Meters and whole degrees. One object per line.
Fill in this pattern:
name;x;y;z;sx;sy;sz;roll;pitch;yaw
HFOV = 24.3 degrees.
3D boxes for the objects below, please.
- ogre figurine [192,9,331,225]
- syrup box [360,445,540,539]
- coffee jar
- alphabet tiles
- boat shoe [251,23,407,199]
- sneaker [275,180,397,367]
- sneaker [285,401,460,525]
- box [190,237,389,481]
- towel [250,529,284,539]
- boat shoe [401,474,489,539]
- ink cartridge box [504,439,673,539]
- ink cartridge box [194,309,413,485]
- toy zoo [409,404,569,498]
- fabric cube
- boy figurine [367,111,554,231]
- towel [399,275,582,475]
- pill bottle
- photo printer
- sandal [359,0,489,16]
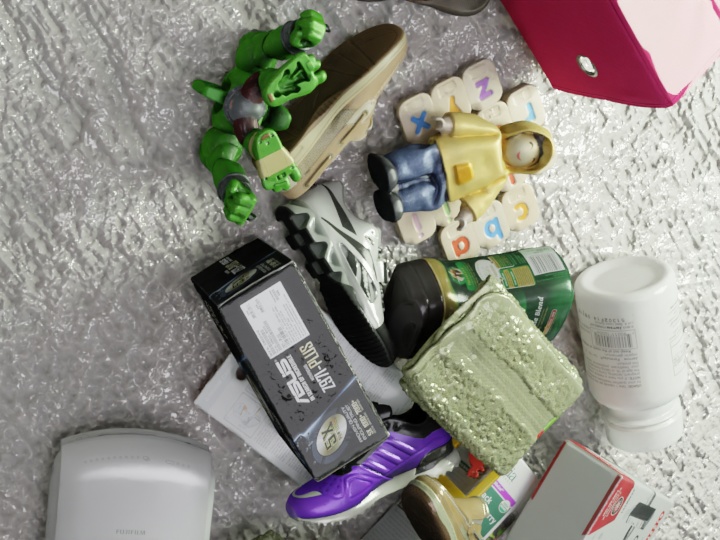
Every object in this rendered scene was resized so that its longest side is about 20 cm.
ogre figurine;-0.100;-0.155;1.589;0.097;0.120;0.202;-4;109;-30
syrup box;0.100;0.272;1.849;0.200;0.081;0.079;-44;121;-6
coffee jar;0.119;0.035;1.763;0.198;0.086;0.105;-6;139;-24
alphabet tiles;0.114;-0.113;1.763;0.199;0.015;0.197;-29;117;-16
boat shoe;-0.022;-0.160;1.661;0.200;0.071;0.065;-46;130;-1
sneaker;0.000;0.000;1.701;0.088;0.074;0.201;-34;103;-27
sneaker;0.004;0.186;1.726;0.199;0.069;0.100;-22;109;-23
box;-0.072;0.083;1.629;0.086;0.164;0.201;-31;106;-8
towel;-0.102;0.375;1.774;0.147;0.037;0.201;-25;113;9
boat shoe;0.098;0.260;1.742;0.076;0.072;0.201;-40;145;-14
ink cartridge box;0.259;0.287;1.885;0.145;0.083;0.200;-59;150;1
ink cartridge box;-0.057;0.129;1.755;0.200;0.050;0.163;38;88;-18
toy zoo;0.117;0.165;1.809;0.200;0.020;0.131;-44;76;-8
fabric cube;0.263;-0.309;1.665;0.200;0.196;0.200;-46;122;-15
boy figurine;0.108;-0.103;1.711;0.198;0.064;0.126;-15;110;-18
towel;0.137;0.114;1.716;0.149;0.036;0.200;-47;127;-4
pill bottle;0.308;0.096;1.878;0.113;0.114;0.202;-20;114;-20
photo printer;-0.231;0.256;1.669;0.165;0.069;0.202;5;104;-12
sandal;0.054;-0.293;1.659;0.198;0.055;0.083;12;100;-29
